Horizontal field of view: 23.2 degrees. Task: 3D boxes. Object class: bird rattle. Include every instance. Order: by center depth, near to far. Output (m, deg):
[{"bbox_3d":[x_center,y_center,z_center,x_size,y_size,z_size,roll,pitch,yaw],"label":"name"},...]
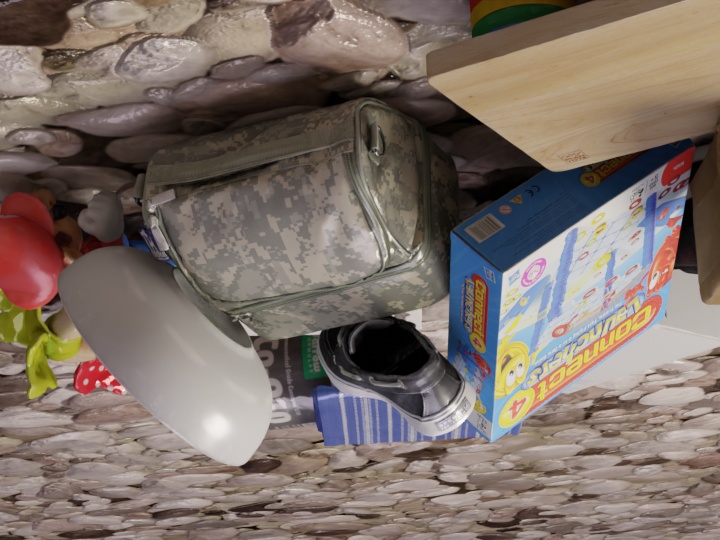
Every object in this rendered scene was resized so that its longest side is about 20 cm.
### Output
[{"bbox_3d":[-0.235,0.058,1.610,0.162,0.114,0.199,-31,155,22],"label":"bird rattle"}]

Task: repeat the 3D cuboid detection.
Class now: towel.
[{"bbox_3d":[0.054,0.129,1.643,0.197,0.024,0.145,-4,157,1],"label":"towel"}]

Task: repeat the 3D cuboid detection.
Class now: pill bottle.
[{"bbox_3d":[-0.054,0.097,1.732,0.197,0.115,0.113,-9,161,12],"label":"pill bottle"}]

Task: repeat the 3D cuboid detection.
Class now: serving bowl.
[{"bbox_3d":[-0.133,0.050,1.313,0.066,0.200,0.200,-44,152,7],"label":"serving bowl"}]

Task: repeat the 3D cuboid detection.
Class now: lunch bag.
[{"bbox_3d":[-0.044,-0.047,1.282,0.198,0.141,0.168,-11,150,25],"label":"lunch bag"}]

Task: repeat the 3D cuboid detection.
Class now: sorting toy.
[{"bbox_3d":[0.170,-0.146,1.123,0.198,0.070,0.198,-13,159,28],"label":"sorting toy"}]

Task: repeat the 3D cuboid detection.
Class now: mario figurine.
[{"bbox_3d":[-0.222,-0.032,1.412,0.199,0.106,0.124,5,128,-55],"label":"mario figurine"}]

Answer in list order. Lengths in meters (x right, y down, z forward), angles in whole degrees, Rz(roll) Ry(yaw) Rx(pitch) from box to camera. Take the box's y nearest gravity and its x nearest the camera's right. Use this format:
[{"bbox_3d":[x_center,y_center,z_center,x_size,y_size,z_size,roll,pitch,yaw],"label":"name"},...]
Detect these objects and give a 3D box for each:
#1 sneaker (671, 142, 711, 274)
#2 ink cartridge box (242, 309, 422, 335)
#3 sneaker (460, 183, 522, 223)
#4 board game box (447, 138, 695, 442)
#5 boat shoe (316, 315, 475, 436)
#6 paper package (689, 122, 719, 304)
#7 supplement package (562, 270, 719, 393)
[{"bbox_3d":[0.313,-0.052,1.368,0.199,0.113,0.073,-20,157,40],"label":"sneaker"},{"bbox_3d":[-0.045,0.010,1.532,0.197,0.068,0.117,-1,162,2],"label":"ink cartridge box"},{"bbox_3d":[0.110,-0.036,1.466,0.198,0.073,0.072,2,179,30],"label":"sneaker"},{"bbox_3d":[0.155,0.004,1.326,0.199,0.056,0.197,-33,145,-24],"label":"board game box"},{"bbox_3d":[0.013,0.062,1.336,0.068,0.072,0.200,53,171,-29],"label":"boat shoe"},{"bbox_3d":[0.335,-0.041,1.211,0.197,0.105,0.191,-3,171,4],"label":"paper package"},{"bbox_3d":[0.216,0.027,1.576,0.116,0.118,0.199,13,156,-39],"label":"supplement package"}]
